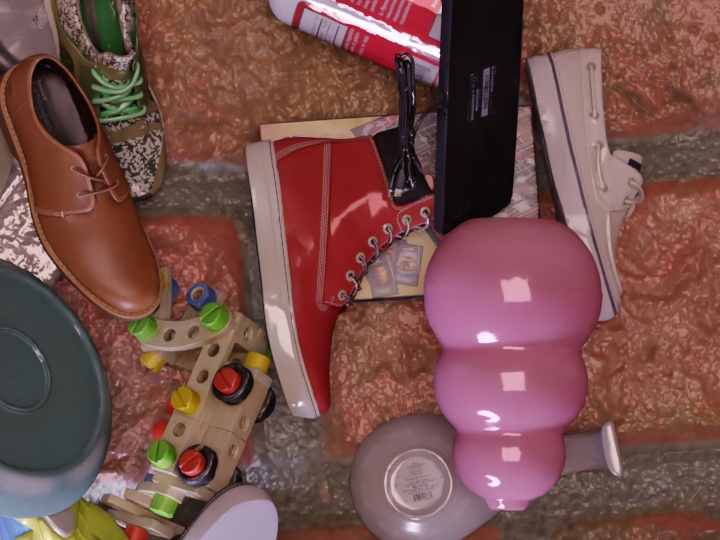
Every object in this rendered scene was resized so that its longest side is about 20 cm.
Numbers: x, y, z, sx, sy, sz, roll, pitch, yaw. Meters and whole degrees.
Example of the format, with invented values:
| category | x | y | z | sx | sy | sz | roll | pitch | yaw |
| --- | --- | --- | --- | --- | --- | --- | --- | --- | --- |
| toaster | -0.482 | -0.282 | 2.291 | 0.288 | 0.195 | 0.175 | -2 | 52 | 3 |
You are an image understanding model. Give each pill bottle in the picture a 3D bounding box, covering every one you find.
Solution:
| category | x | y | z | sx | sy | sz | roll | pitch | yaw |
| --- | --- | --- | --- | --- | --- | --- | --- | --- | --- |
| pill bottle | 0.007 | -0.211 | 1.683 | 0.200 | 0.112 | 0.112 | 24 | 87 | 0 |

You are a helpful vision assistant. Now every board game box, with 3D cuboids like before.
| category | x | y | z | sx | sy | sz | roll | pitch | yaw |
| --- | --- | --- | --- | --- | --- | --- | --- | --- | --- |
| board game box | 0.030 | -0.046 | 1.714 | 0.200 | 0.035 | 0.136 | -3 | 87 | -1 |

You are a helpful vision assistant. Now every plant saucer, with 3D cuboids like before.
| category | x | y | z | sx | sy | sz | roll | pitch | yaw |
| --- | --- | --- | --- | --- | --- | --- | --- | --- | --- |
| plant saucer | -0.244 | 0.071 | 1.610 | 0.027 | 0.200 | 0.200 | -33 | 88 | 36 |

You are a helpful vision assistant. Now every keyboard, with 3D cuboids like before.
| category | x | y | z | sx | sy | sz | roll | pitch | yaw |
| --- | --- | --- | --- | --- | --- | --- | --- | --- | --- |
| keyboard | 0.063 | -0.119 | 1.615 | 0.127 | 0.021 | 0.200 | -21 | 122 | -40 |

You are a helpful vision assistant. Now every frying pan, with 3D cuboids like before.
| category | x | y | z | sx | sy | sz | roll | pitch | yaw |
| --- | --- | --- | --- | --- | --- | --- | --- | --- | --- |
| frying pan | -0.252 | -0.214 | 1.721 | 0.115 | 0.031 | 0.190 | -38 | 92 | -3 |

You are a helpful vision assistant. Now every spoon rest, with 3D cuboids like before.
| category | x | y | z | sx | sy | sz | roll | pitch | yaw |
| --- | --- | --- | --- | --- | --- | --- | --- | --- | --- |
| spoon rest | 0.091 | 0.145 | 1.702 | 0.200 | 0.061 | 0.099 | -10 | 86 | 11 |

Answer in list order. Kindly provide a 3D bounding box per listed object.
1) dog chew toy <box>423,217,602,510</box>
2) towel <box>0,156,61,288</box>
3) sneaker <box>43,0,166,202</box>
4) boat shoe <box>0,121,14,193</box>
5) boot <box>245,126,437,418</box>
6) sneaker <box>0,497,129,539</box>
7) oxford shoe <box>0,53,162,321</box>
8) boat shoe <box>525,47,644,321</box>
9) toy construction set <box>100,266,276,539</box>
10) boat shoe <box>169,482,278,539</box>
| category | x | y | z | sx | sy | sz | roll | pitch | yaw |
| --- | --- | --- | --- | --- | --- | --- | --- | --- | --- |
| dog chew toy | 0.104 | 0.065 | 1.629 | 0.124 | 0.125 | 0.200 | 2 | 87 | -1 |
| towel | -0.286 | -0.004 | 1.704 | 0.133 | 0.034 | 0.200 | 31 | 87 | 1 |
| sneaker | -0.181 | -0.140 | 1.669 | 0.077 | 0.089 | 0.200 | -17 | 107 | -11 |
| boat shoe | -0.309 | -0.041 | 1.658 | 0.063 | 0.071 | 0.200 | 15 | 73 | 37 |
| boot | 0.000 | 0.000 | 1.660 | 0.144 | 0.072 | 0.200 | -6 | 84 | -3 |
| sneaker | -0.245 | 0.166 | 1.657 | 0.105 | 0.076 | 0.200 | -29 | 94 | 33 |
| oxford shoe | -0.193 | -0.057 | 1.634 | 0.071 | 0.071 | 0.200 | -29 | 92 | -26 |
| boat shoe | 0.172 | -0.065 | 1.704 | 0.070 | 0.071 | 0.200 | -12 | 81 | 0 |
| toy construction set | -0.127 | 0.101 | 1.663 | 0.131 | 0.092 | 0.200 | 12 | 87 | 35 |
| boat shoe | -0.120 | 0.215 | 1.639 | 0.069 | 0.057 | 0.200 | 2 | 129 | -36 |
